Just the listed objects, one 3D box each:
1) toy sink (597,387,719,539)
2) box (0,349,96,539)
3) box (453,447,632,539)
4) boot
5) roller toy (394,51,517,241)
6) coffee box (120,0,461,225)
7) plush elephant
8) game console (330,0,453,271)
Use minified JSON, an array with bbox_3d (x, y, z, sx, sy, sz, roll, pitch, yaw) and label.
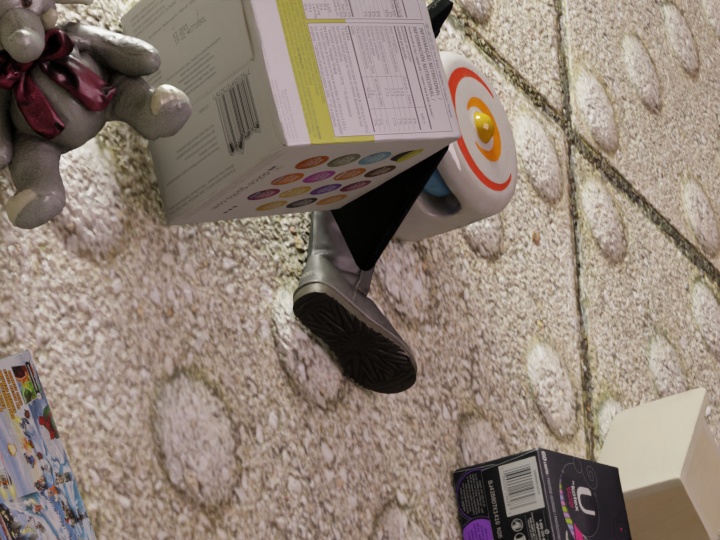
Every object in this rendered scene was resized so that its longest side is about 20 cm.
[{"bbox_3d":[0.364,0.251,2.341,0.112,0.130,0.200,61,29,-18],"label":"toy sink"},{"bbox_3d":[-0.258,0.168,1.404,0.137,0.040,0.200,-19,90,-63],"label":"box"},{"bbox_3d":[0.198,0.266,2.068,0.200,0.106,0.123,19,58,-56],"label":"box"},{"bbox_3d":[0.002,0.000,1.941,0.182,0.072,0.200,51,28,-33],"label":"boot"},{"bbox_3d":[0.080,-0.132,2.066,0.200,0.140,0.183,10,65,-59],"label":"roller toy"},{"bbox_3d":[-0.063,-0.171,1.723,0.198,0.200,0.200,-6,77,-38],"label":"coffee box"},{"bbox_3d":[-0.249,-0.167,1.506,0.200,0.165,0.155,58,-1,44],"label":"plush elephant"},{"bbox_3d":[0.042,-0.130,1.850,0.116,0.200,0.176,39,43,7],"label":"game console"}]
